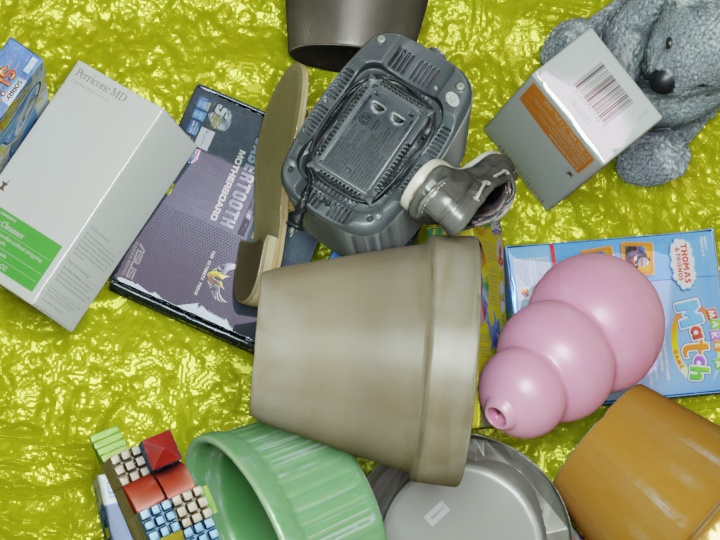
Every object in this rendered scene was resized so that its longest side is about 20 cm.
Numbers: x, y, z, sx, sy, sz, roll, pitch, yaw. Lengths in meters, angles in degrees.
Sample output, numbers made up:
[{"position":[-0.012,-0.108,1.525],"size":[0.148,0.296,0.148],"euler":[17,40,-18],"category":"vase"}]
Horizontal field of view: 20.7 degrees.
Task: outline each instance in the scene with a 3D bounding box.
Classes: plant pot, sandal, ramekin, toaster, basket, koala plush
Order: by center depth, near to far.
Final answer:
[{"position":[0.001,0.064,1.570],"size":[0.172,0.200,0.202],"euler":[6,80,-2],"category":"plant pot"},{"position":[0.013,-0.087,1.623],"size":[0.113,0.129,0.201],"euler":[30,77,14],"category":"toaster"},{"position":[-0.059,0.215,1.647],"size":[0.097,0.200,0.201],"euler":[-21,84,-25],"category":"ramekin"},{"position":[0.272,0.205,1.710],"size":[0.183,0.200,0.200],"euler":[40,77,16],"category":"plant pot"},{"position":[-0.053,-0.068,1.717],"size":[0.069,0.077,0.214],"euler":[14,85,-26],"category":"sandal"},{"position":[0.296,-0.202,1.759],"size":[0.183,0.200,0.178],"euler":[-39,93,-19],"category":"koala plush"},{"position":[0.002,-0.287,1.776],"size":[0.178,0.136,0.202],"euler":[6,83,-3],"category":"basket"}]

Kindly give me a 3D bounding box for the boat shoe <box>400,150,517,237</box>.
[{"position":[0.092,-0.055,1.596],"size":[0.057,0.200,0.067],"euler":[41,108,15],"category":"boat shoe"}]

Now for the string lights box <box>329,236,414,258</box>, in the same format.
[{"position":[0.000,0.000,1.730],"size":[0.059,0.103,0.201],"euler":[28,78,2],"category":"string lights box"}]

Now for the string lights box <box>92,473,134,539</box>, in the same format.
[{"position":[-0.176,0.269,1.666],"size":[0.058,0.103,0.202],"euler":[-11,82,-12],"category":"string lights box"}]

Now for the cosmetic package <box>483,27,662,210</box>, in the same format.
[{"position":[0.183,-0.130,1.737],"size":[0.071,0.200,0.102],"euler":[-38,87,-12],"category":"cosmetic package"}]

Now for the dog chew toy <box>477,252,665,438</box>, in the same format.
[{"position":[0.173,0.071,1.683],"size":[0.125,0.125,0.200],"euler":[50,53,2],"category":"dog chew toy"}]

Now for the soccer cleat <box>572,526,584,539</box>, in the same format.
[{"position":[0.195,0.281,1.734],"size":[0.068,0.073,0.201],"euler":[-36,87,-11],"category":"soccer cleat"}]

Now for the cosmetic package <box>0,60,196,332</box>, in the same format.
[{"position":[-0.246,-0.064,1.699],"size":[0.107,0.085,0.201],"euler":[28,82,25],"category":"cosmetic package"}]

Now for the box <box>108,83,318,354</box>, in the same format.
[{"position":[-0.115,-0.043,1.755],"size":[0.157,0.051,0.201],"euler":[24,78,-4],"category":"box"}]

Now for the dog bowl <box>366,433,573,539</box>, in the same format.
[{"position":[0.090,0.235,1.701],"size":[0.198,0.059,0.202],"euler":[1,93,13],"category":"dog bowl"}]

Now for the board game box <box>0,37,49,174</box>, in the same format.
[{"position":[-0.315,-0.106,1.660],"size":[0.034,0.200,0.136],"euler":[33,78,0],"category":"board game box"}]

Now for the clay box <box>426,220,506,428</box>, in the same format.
[{"position":[0.095,0.039,1.730],"size":[0.047,0.115,0.202],"euler":[-4,84,17],"category":"clay box"}]

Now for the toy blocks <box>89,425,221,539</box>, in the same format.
[{"position":[-0.148,0.208,1.559],"size":[0.099,0.137,0.201],"euler":[-22,85,-16],"category":"toy blocks"}]

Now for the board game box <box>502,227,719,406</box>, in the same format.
[{"position":[0.234,0.046,1.798],"size":[0.198,0.037,0.153],"euler":[-5,81,-8],"category":"board game box"}]
